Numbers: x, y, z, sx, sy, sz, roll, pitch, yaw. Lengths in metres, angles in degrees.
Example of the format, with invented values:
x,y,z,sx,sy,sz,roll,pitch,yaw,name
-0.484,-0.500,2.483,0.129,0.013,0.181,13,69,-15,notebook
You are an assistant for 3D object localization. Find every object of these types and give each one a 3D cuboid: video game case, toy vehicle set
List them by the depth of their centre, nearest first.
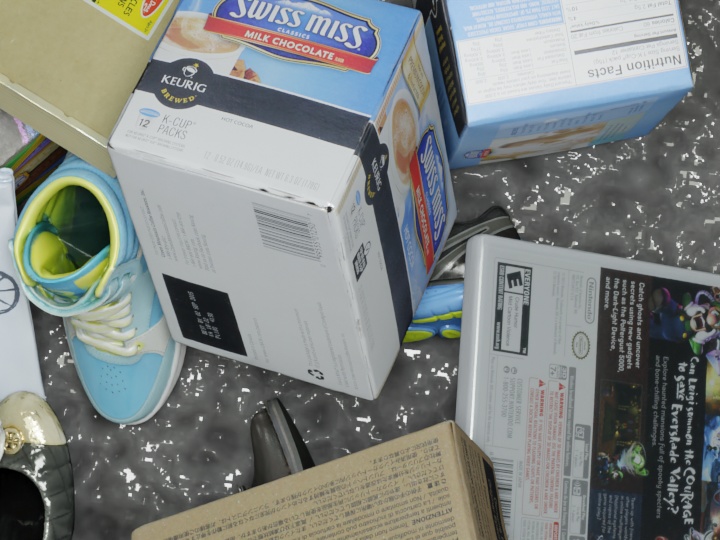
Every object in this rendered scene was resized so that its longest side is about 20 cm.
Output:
x,y,z,sx,sy,sz,roll,pitch,yaw,name
-0.138,-0.163,1.656,0.124,0.027,0.201,33,62,-5,toy vehicle set
0.137,0.091,1.722,0.181,0.023,0.201,9,78,-24,video game case

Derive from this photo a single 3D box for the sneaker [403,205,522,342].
x,y,z,sx,sy,sz,roll,pitch,yaw,name
0.000,0.000,1.759,0.198,0.071,0.083,-6,64,1,sneaker

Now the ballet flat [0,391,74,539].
x,y,z,sx,sy,sz,roll,pitch,yaw,name
-0.206,0.169,1.717,0.066,0.057,0.201,8,88,26,ballet flat

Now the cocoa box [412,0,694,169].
x,y,z,sx,sy,sz,roll,pitch,yaw,name
0.103,-0.140,1.698,0.132,0.200,0.132,-10,85,-3,cocoa box

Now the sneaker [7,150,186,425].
x,y,z,sx,sy,sz,roll,pitch,yaw,name
-0.153,0.016,1.687,0.079,0.131,0.201,7,116,16,sneaker

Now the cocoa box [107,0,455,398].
x,y,z,sx,sy,sz,roll,pitch,yaw,name
-0.037,-0.048,1.623,0.133,0.200,0.132,16,61,18,cocoa box

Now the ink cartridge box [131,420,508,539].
x,y,z,sx,sy,sz,roll,pitch,yaw,name
-0.013,0.193,1.620,0.199,0.075,0.166,-19,61,15,ink cartridge box

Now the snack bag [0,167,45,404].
x,y,z,sx,sy,sz,roll,pitch,yaw,name
-0.279,0.024,1.709,0.187,0.021,0.201,-3,128,1,snack bag

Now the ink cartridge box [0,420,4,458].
x,y,z,sx,sy,sz,roll,pitch,yaw,name
-0.315,0.117,1.680,0.199,0.084,0.145,15,103,-16,ink cartridge box

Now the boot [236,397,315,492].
x,y,z,sx,sy,sz,roll,pitch,yaw,name
-0.104,0.181,1.737,0.173,0.069,0.201,-8,78,7,boot

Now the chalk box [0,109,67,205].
x,y,z,sx,sy,sz,roll,pitch,yaw,name
-0.180,-0.144,1.736,0.200,0.124,0.125,-40,86,-5,chalk box
